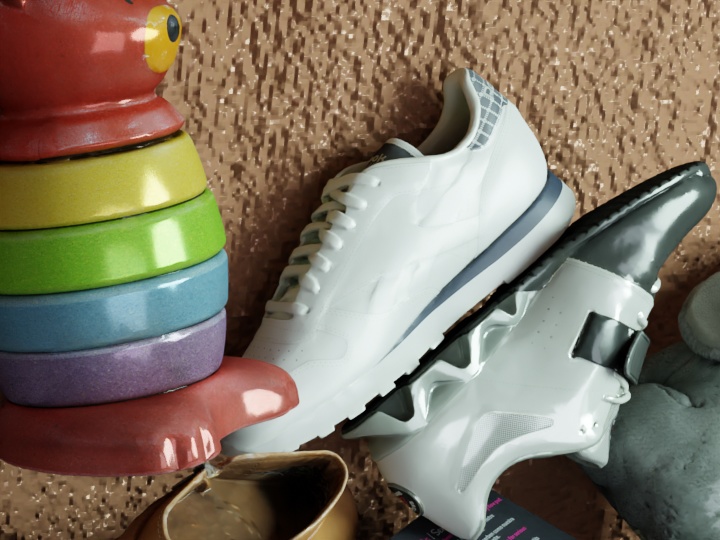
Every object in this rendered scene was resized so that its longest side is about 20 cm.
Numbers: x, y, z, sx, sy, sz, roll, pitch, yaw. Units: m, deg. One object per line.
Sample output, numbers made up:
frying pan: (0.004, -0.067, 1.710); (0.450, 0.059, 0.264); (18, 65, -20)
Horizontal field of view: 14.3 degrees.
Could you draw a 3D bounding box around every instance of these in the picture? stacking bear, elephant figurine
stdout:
stacking bear: (-0.105, -0.030, 1.138); (0.121, 0.113, 0.201); (-28, 113, -64)
elephant figurine: (0.190, 0.042, 1.313); (0.200, 0.155, 0.142); (-40, 158, 0)

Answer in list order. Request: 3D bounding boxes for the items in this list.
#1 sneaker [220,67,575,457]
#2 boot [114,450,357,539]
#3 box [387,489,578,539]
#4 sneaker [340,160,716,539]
sneaker: (0.000, 0.000, 1.242); (0.200, 0.076, 0.081); (-44, 114, -19)
boot: (-0.042, 0.111, 1.178); (0.200, 0.074, 0.155); (-35, 169, -43)
box: (0.025, 0.200, 1.230); (0.200, 0.115, 0.132); (-30, 144, -51)
sneaker: (0.093, 0.037, 1.257); (0.200, 0.074, 0.089); (-42, 92, -6)
